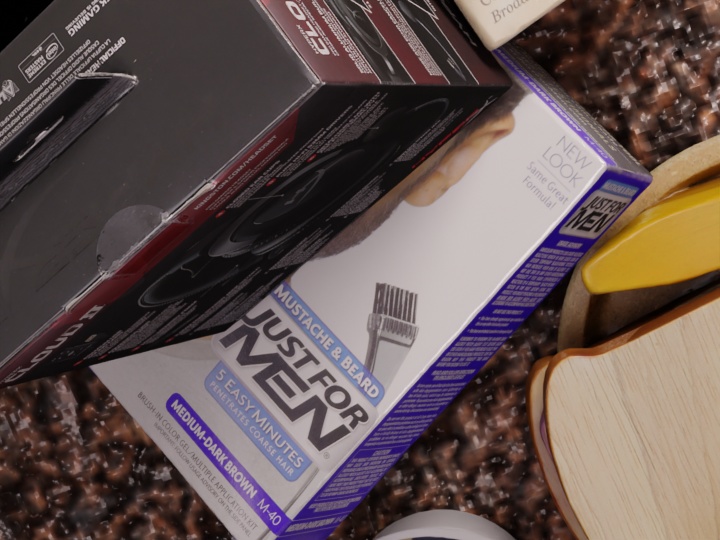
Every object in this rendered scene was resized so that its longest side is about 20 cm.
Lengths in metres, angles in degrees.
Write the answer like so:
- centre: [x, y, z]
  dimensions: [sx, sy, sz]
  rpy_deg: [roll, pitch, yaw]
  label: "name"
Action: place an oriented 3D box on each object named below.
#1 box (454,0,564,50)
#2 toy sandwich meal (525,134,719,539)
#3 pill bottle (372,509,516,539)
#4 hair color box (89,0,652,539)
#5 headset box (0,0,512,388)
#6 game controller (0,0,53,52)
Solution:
- centre: [0.026, -0.186, 0.718]
  dimensions: [0.095, 0.078, 0.200]
  rpy_deg: [-35, 99, 14]
  label: "box"
- centre: [0.159, 0.041, 0.796]
  dimensions: [0.204, 0.070, 0.207]
  rpy_deg: [2, 105, 6]
  label: "toy sandwich meal"
- centre: [0.026, 0.162, 0.775]
  dimensions: [0.110, 0.200, 0.112]
  rpy_deg: [1, 105, 5]
  label: "pill bottle"
- centre: [0.000, 0.000, 0.789]
  dimensions: [0.109, 0.065, 0.200]
  rpy_deg: [46, 104, 19]
  label: "hair color box"
- centre: [-0.055, -0.041, 0.667]
  dimensions: [0.149, 0.200, 0.077]
  rpy_deg: [-40, 79, 20]
  label: "headset box"
- centre: [-0.090, -0.069, 0.776]
  dimensions: [0.104, 0.042, 0.201]
  rpy_deg: [17, 127, -11]
  label: "game controller"
